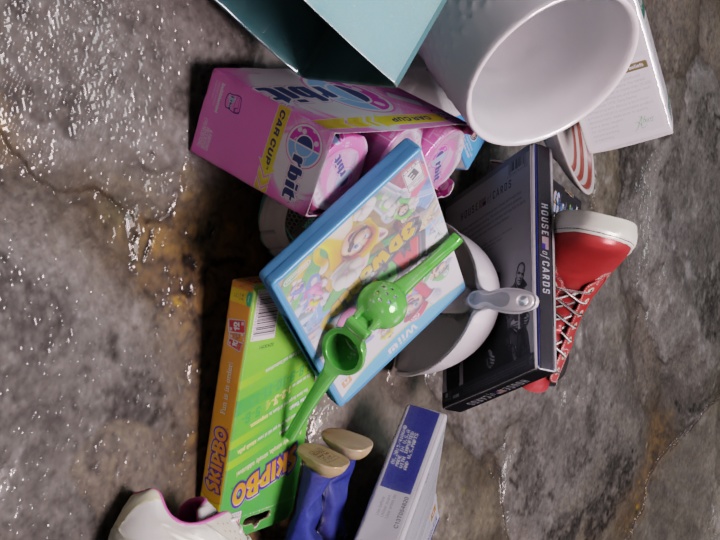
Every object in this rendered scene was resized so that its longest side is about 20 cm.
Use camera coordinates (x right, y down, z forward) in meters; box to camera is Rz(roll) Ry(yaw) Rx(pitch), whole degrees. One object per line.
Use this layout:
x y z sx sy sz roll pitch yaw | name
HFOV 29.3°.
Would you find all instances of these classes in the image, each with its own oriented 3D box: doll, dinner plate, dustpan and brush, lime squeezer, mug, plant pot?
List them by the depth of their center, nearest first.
-0.002 -0.249 0.932 0.141 0.141 0.200 40 79 -30 | plant pot
0.001 0.043 1.007 0.200 0.038 0.071 -51 -178 0 | lime squeezer
0.123 -0.225 1.050 0.200 0.175 0.148 -43 145 18 | mug
-0.040 0.229 1.080 0.136 0.048 0.200 -24 127 -59 | doll
0.086 0.024 1.139 0.057 0.200 0.140 14 83 -40 | dustpan and brush
0.171 -0.163 1.222 0.200 0.024 0.200 -12 90 -72 | dinner plate

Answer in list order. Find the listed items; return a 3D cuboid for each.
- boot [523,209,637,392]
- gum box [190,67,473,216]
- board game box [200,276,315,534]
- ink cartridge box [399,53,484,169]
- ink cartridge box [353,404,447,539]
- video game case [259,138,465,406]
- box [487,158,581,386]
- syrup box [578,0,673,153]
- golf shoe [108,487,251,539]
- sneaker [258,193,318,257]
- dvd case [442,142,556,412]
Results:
0.177 0.031 1.181 0.200 0.072 0.144 112 -5 -77 | boot
-0.014 -0.099 1.023 0.200 0.113 0.066 -12 126 -55 | gum box
-0.072 0.101 1.031 0.096 0.030 0.200 -8 108 -55 | board game box
0.089 -0.199 1.215 0.200 0.068 0.115 -59 140 -33 | ink cartridge box
0.023 0.244 1.161 0.200 0.041 0.200 89 20 -54 | ink cartridge box
0.008 0.008 1.016 0.143 0.018 0.200 -43 150 -12 | video game case
0.158 0.008 1.336 0.198 0.050 0.200 17 81 -65 | box
0.212 -0.214 1.213 0.079 0.081 0.200 -72 145 -63 | syrup box
-0.090 0.210 0.972 0.200 0.075 0.092 23 62 -36 | golf shoe
0.000 0.000 1.089 0.200 0.091 0.078 48 56 -47 | sneaker
0.117 0.009 1.187 0.025 0.150 0.200 12 67 -24 | dvd case
